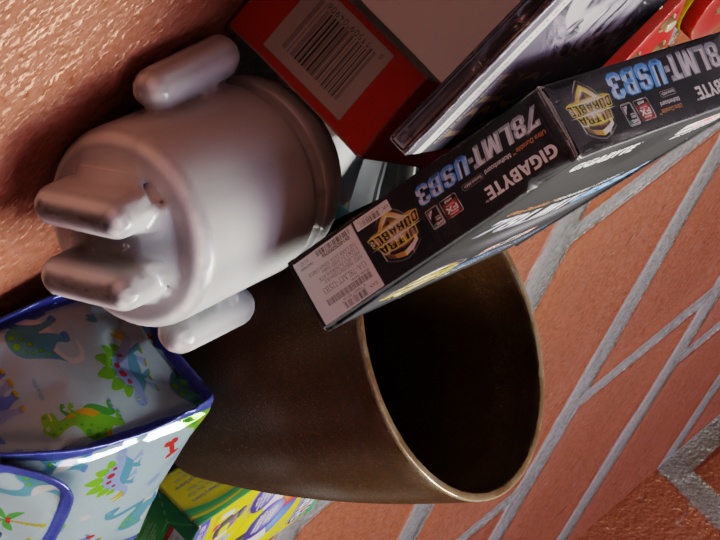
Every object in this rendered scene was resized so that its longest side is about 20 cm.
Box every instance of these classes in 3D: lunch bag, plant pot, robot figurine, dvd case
[{"bbox_3d":[-0.207,0.111,1.478,0.200,0.127,0.170,-17,153,-35],"label":"lunch bag"},{"bbox_3d":[-0.024,0.063,1.535,0.200,0.187,0.187,-16,-176,34],"label":"plant pot"},{"bbox_3d":[-0.088,-0.041,1.391,0.200,0.113,0.170,-27,125,-48],"label":"robot figurine"},{"bbox_3d":[0.104,-0.119,1.312,0.149,0.016,0.200,-45,168,20],"label":"dvd case"}]

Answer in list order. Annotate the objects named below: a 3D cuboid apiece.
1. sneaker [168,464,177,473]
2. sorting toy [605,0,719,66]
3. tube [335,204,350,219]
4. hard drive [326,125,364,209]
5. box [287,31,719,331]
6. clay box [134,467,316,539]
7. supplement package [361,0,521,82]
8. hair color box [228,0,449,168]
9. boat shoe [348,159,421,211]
[{"bbox_3d":[-0.168,0.121,1.660,0.200,0.082,0.074,-26,158,-47],"label":"sneaker"},{"bbox_3d":[0.199,-0.172,1.890,0.200,0.070,0.199,-26,156,-50],"label":"sorting toy"},{"bbox_3d":[0.000,0.000,1.625,0.077,0.050,0.200,-34,141,22],"label":"tube"},{"bbox_3d":[-0.042,-0.049,1.657,0.132,0.026,0.200,-54,163,28],"label":"hard drive"},{"bbox_3d":[0.090,-0.051,1.377,0.198,0.050,0.200,-32,174,38],"label":"box"},{"bbox_3d":[-0.074,0.147,1.724,0.200,0.048,0.115,-31,158,-42],"label":"clay box"},{"bbox_3d":[0.106,-0.225,1.352,0.200,0.147,0.191,-29,160,-46],"label":"supplement package"},{"bbox_3d":[0.015,-0.116,1.471,0.064,0.111,0.200,-48,164,14],"label":"hair color box"},{"bbox_3d":[0.047,-0.093,1.630,0.070,0.066,0.200,-25,139,-54],"label":"boat shoe"}]
